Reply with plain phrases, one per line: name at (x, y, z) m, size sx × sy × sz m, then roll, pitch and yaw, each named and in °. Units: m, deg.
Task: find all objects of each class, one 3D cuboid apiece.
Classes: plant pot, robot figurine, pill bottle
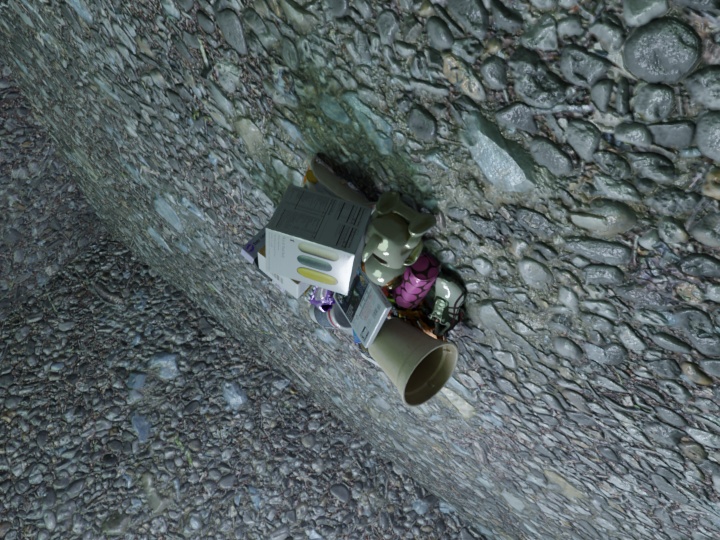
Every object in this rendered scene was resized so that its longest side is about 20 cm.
plant pot at (0.127, 0.226, 1.521) m, size 0.183 × 0.200 × 0.201 m, roll 38°, pitch 159°, yaw 38°
robot figurine at (0.169, 0.148, 1.613) m, size 0.145 × 0.058 × 0.200 m, roll -1°, pitch 135°, yaw 32°
pill bottle at (-0.092, 0.138, 1.934) m, size 0.120 × 0.120 × 0.200 m, roll 51°, pitch 154°, yaw -20°

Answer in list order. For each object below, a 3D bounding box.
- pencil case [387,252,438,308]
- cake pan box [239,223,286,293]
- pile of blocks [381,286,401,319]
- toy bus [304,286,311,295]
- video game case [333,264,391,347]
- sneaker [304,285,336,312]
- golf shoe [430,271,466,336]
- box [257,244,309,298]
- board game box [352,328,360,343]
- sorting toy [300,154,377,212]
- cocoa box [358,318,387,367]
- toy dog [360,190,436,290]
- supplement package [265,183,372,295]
pencil case at (0.135, 0.023, 1.454) m, size 0.091 × 0.094 × 0.200 m, roll 3°, pitch 156°, yaw -11°
cake pan box at (-0.235, -0.058, 1.720) m, size 0.184 × 0.200 × 0.052 m, roll 43°, pitch 156°, yaw 2°
pile of blocks at (0.099, 0.098, 1.652) m, size 0.082 × 0.062 × 0.200 m, roll 26°, pitch 152°, yaw 31°
toy bus at (-0.128, 0.077, 1.816) m, size 0.078 × 0.065 × 0.200 m, roll 32°, pitch 179°, yaw -10°
video game case at (0.000, 0.078, 1.482) m, size 0.182 × 0.023 × 0.200 m, roll 56°, pitch 148°, yaw 25°
sneaker at (-0.091, 0.048, 1.624) m, size 0.088 × 0.080 × 0.200 m, roll 49°, pitch 139°, yaw 21°
golf shoe at (0.216, 0.089, 1.433) m, size 0.077 × 0.088 × 0.200 m, roll 26°, pitch 151°, yaw 34°
box at (-0.172, -0.051, 1.636) m, size 0.152 × 0.200 × 0.106 m, roll 37°, pitch 156°, yaw 11°
board game box at (0.014, 0.108, 1.679) m, size 0.152 × 0.045 × 0.200 m, roll 154°, pitch 109°, yaw -65°
sorting toy at (-0.091, -0.145, 1.395) m, size 0.200 × 0.107 × 0.180 m, roll 38°, pitch 127°, yaw 8°
cocoa box at (0.107, 0.237, 1.784) m, size 0.200 × 0.133 × 0.131 m, roll 26°, pitch 152°, yaw 30°
toy dog at (0.071, -0.043, 1.307) m, size 0.139 × 0.194 × 0.200 m, roll 26°, pitch 144°, yaw 12°
supplement package at (-0.095, -0.069, 1.292) m, size 0.200 × 0.151 × 0.152 m, roll 17°, pitch 141°, yaw 4°
